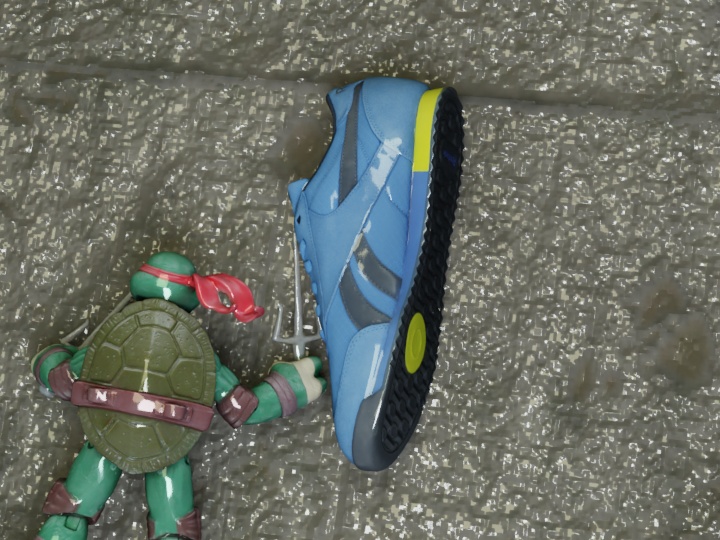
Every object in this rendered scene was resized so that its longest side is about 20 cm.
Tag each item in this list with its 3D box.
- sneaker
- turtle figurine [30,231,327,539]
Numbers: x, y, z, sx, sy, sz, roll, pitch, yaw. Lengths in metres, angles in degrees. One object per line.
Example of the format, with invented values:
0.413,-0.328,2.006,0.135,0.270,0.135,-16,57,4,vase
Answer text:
0.000,0.000,0.936,0.078,0.066,0.201,3,74,17,sneaker
-0.103,0.065,0.920,0.149,0.101,0.201,12,84,16,turtle figurine
